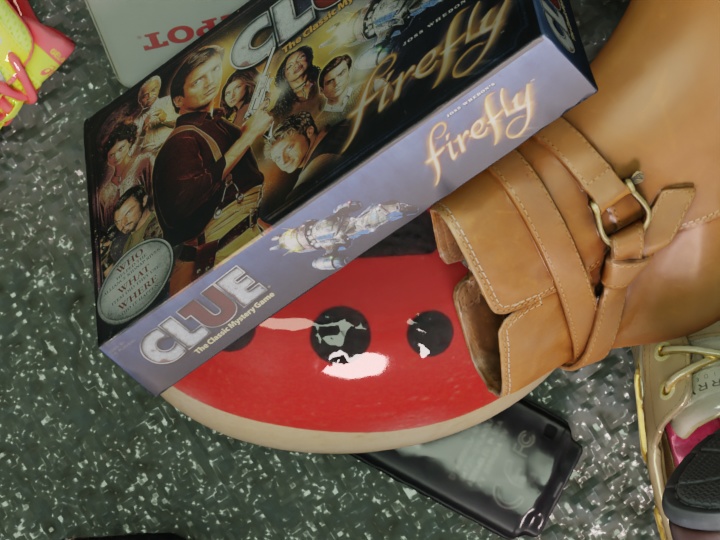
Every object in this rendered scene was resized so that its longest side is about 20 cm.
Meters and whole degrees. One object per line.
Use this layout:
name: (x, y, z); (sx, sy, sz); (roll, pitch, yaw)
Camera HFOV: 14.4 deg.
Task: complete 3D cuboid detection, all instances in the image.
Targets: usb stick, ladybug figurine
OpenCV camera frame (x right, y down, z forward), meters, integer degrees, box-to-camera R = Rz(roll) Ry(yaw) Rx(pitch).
usb stick: (-0.006, 0.043, 1.160); (0.199, 0.033, 0.056); (28, 85, 3)
ladybug figurine: (0.000, 0.000, 1.116); (0.198, 0.072, 0.137); (-12, 74, -10)

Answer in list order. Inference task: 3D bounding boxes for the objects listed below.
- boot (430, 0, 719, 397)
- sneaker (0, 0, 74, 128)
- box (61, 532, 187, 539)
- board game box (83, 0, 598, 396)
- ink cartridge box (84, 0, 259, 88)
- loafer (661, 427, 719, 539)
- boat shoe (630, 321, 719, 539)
boot: (0.092, -0.056, 1.043); (0.154, 0.074, 0.201); (-24, 116, -13)
sneaker: (-0.161, -0.076, 1.145); (0.090, 0.078, 0.202); (5, 92, 2)
box: (-0.051, 0.233, 1.108); (0.199, 0.117, 0.198); (26, 94, 16)
board game box: (-0.014, -0.059, 1.040); (0.199, 0.136, 0.035); (-35, 126, 18)
ink cartridge box: (-0.052, -0.178, 1.075); (0.144, 0.201, 0.084); (-13, 47, 5)
loafer: (0.183, 0.078, 1.077); (0.071, 0.200, 0.063); (5, 111, 37)
boat shoe: (0.145, 0.053, 1.130); (0.073, 0.069, 0.202); (-10, 91, 4)
